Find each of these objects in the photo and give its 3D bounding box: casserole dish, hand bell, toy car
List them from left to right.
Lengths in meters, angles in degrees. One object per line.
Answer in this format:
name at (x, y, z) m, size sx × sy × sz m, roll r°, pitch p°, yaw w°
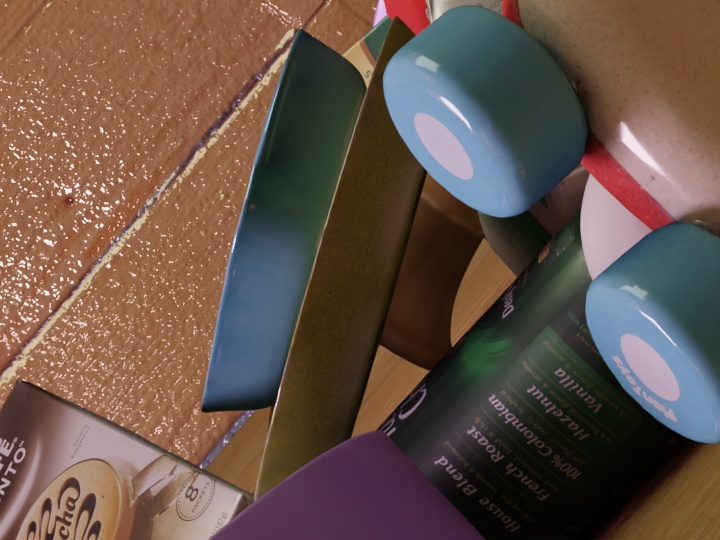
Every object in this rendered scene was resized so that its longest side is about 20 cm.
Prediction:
casserole dish at (-0.031, -0.014, 1.067) m, size 0.200 × 0.039 × 0.121 m, roll 107°, pitch 179°, yaw -58°
hand bell at (0.057, -0.061, 1.179) m, size 0.200 × 0.104 × 0.104 m, roll -54°, pitch 3°, yaw 9°
toy car at (0.111, -0.038, 0.821) m, size 0.184 × 0.177 × 0.200 m, roll -40°, pitch -9°, yaw -18°

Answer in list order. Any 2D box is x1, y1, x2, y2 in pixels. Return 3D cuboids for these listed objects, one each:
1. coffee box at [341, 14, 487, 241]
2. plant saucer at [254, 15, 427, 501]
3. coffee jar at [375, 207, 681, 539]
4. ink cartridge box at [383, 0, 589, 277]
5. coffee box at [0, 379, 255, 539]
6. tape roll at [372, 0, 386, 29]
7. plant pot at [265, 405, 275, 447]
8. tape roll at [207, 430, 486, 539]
coffee box at (0.100, -0.121, 1.224) m, size 0.200 × 0.123 × 0.044 m, roll -39°, pitch 1°, yaw 16°
plant saucer at (0.000, 0.000, 0.995) m, size 0.200 × 0.031 × 0.201 m, roll 17°, pitch -90°, yaw -89°
coffee jar at (0.054, 0.072, 0.964) m, size 0.200 × 0.085 × 0.104 m, roll -49°, pitch 2°, yaw 17°
ink cartridge box at (0.045, -0.075, 1.062) m, size 0.050 × 0.200 × 0.161 m, roll -39°, pitch -27°, yaw -10°
coffee box at (-0.101, 0.133, 1.099) m, size 0.200 × 0.080 × 0.113 m, roll 19°, pitch 81°, yaw 53°
tape roll at (0.109, -0.115, 1.334) m, size 0.200 × 0.200 × 0.066 m, roll -47°, pitch 5°, yaw 38°
plant pot at (-0.032, 0.111, 1.200) m, size 0.200 × 0.027 × 0.201 m, roll 6°, pitch -90°, yaw -88°
tape roll at (-0.036, 0.152, 0.828) m, size 0.200 × 0.085 × 0.200 m, roll -42°, pitch -13°, yaw -12°
